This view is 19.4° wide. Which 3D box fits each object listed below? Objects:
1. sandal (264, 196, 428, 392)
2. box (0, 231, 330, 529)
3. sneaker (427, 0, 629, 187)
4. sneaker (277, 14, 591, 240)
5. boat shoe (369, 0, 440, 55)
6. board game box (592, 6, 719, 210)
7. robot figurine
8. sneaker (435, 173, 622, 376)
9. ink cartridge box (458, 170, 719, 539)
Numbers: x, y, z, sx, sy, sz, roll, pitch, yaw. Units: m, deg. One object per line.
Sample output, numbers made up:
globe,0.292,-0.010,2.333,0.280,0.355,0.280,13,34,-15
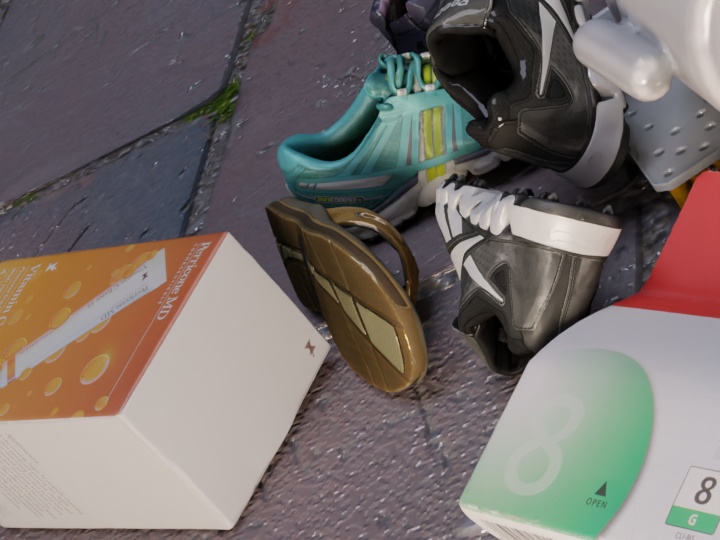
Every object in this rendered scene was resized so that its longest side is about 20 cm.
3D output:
sandal,0.000,0.000,1.127,0.054,0.081,0.200,-19,21,-12
box,-0.136,0.063,1.142,0.200,0.098,0.125,-7,45,44
sneaker,0.073,-0.134,1.085,0.066,0.090,0.201,-51,41,44
sneaker,0.042,-0.091,1.178,0.200,0.080,0.078,-35,29,16
boat shoe,0.077,-0.183,1.275,0.075,0.093,0.200,-11,38,40
board game box,0.215,-0.131,1.109,0.200,0.026,0.200,-34,28,7
robot figurine,0.182,-0.136,0.994,0.169,0.113,0.200,-27,28,-3
sneaker,0.070,0.003,1.028,0.200,0.066,0.091,-154,76,-78
ink cartridge box,0.146,0.034,0.879,0.161,0.050,0.200,6,66,53
